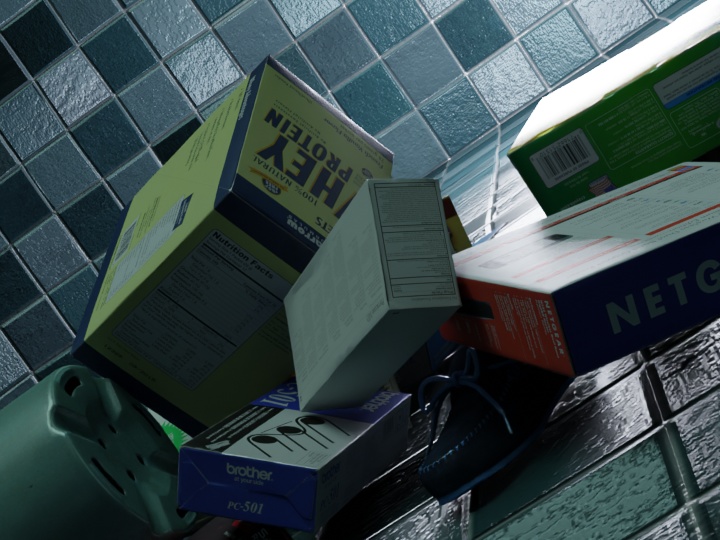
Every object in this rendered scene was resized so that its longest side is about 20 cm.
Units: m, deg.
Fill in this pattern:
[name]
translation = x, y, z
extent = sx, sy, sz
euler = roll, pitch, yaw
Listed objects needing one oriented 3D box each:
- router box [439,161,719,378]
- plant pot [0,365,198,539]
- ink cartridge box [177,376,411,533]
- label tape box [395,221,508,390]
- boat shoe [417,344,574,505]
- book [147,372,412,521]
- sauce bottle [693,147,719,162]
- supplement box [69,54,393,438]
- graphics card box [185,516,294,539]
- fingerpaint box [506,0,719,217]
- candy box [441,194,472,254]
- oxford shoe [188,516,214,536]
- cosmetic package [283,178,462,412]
[router box]
translation = 0.159, -0.007, 0.901
extent = 0.199, 0.049, 0.179
euler = -21, 11, -16
[plant pot]
translation = -0.234, 0.183, 1.112
extent = 0.196, 0.200, 0.200
euler = -40, 4, 13
[ink cartridge box]
translation = -0.039, 0.118, 1.045
extent = 0.094, 0.044, 0.200
euler = 7, 11, 17
[label tape box]
translation = 0.047, 0.051, 1.364
extent = 0.200, 0.063, 0.144
euler = -32, 6, 32
[boat shoe]
translation = 0.077, 0.074, 0.973
extent = 0.084, 0.069, 0.200
euler = -32, 7, 30
[book]
translation = -0.069, 0.112, 1.224
extent = 0.199, 0.048, 0.134
euler = -26, 31, 4
[sauce bottle]
translation = 0.268, -0.073, 1.116
extent = 0.065, 0.065, 0.200
euler = -32, 9, 27
[supplement box]
translation = -0.093, -0.016, 1.194
extent = 0.200, 0.134, 0.200
euler = -42, 23, 29
[graphics card box]
translation = -0.133, 0.230, 1.010
extent = 0.200, 0.051, 0.125
euler = -37, 6, -14
[fingerpaint box]
translation = 0.218, -0.123, 1.110
extent = 0.200, 0.074, 0.167
euler = -30, 10, 22
[candy box]
translation = 0.000, 0.000, 1.348
extent = 0.116, 0.057, 0.200
euler = -24, -2, -25
[oxford shoe]
translation = -0.098, 0.149, 1.307
extent = 0.200, 0.085, 0.073
euler = -37, 7, -3
[cosmetic package]
translation = 0.004, 0.021, 0.975
extent = 0.050, 0.083, 0.200
euler = -1, -21, -18
